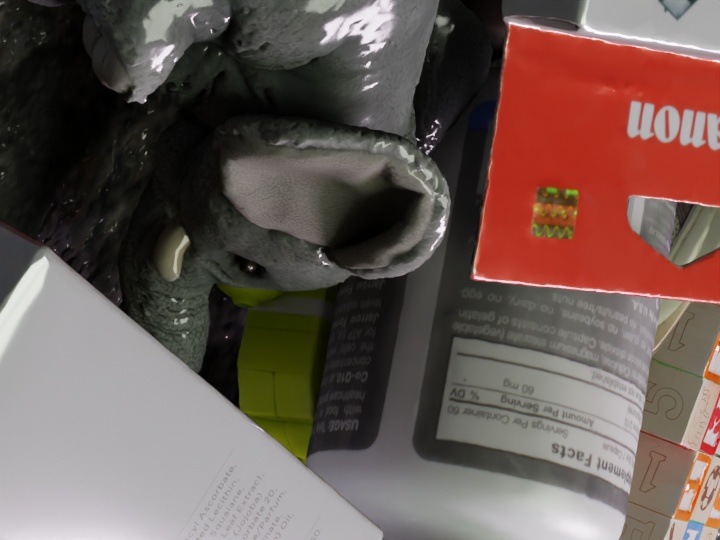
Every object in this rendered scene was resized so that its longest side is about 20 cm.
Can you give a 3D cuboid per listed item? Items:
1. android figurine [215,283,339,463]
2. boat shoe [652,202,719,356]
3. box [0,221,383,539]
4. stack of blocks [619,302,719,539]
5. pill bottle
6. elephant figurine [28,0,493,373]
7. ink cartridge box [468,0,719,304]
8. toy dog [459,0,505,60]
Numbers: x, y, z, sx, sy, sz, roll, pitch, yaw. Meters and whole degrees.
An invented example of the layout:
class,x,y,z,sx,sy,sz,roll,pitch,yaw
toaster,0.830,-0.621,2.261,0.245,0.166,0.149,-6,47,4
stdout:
class,x,y,z,sx,sy,sz,roll,pitch,yaw
android figurine,0.000,0.000,1.117,0.182,0.041,0.200,25,73,-62
boat shoe,0.068,0.034,1.133,0.201,0.066,0.072,-56,-174,-3
box,-0.116,0.055,0.894,0.106,0.152,0.200,-56,141,-9
stack of blocks,0.124,0.053,1.223,0.200,0.058,0.115,-69,159,0
pill bottle,0.043,0.039,1.041,0.114,0.114,0.200,34,65,-61
elephant figurine,-0.019,-0.053,0.961,0.141,0.155,0.200,-40,127,-23
ink cartridge box,0.129,-0.074,1.003,0.200,0.044,0.174,5,92,-41
toy dog,0.066,-0.161,1.039,0.200,0.139,0.194,-59,151,3
